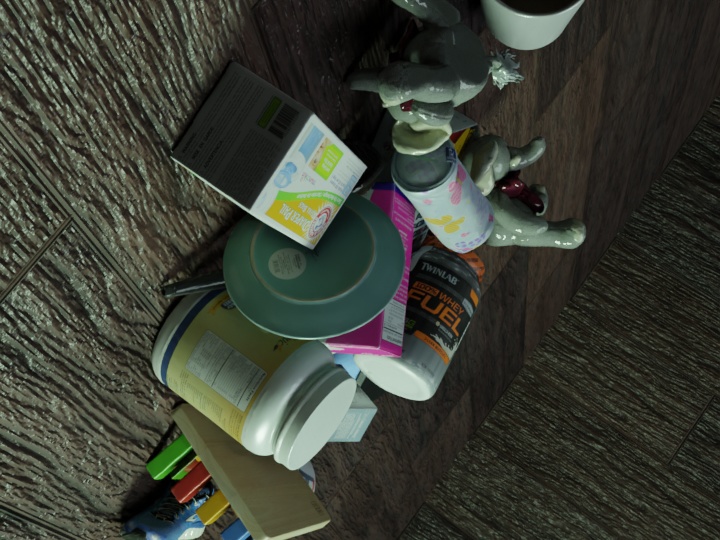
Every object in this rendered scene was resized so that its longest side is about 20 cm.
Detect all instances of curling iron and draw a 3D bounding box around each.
[{"bbox_3d":[-0.127,0.012,1.297,0.199,0.050,0.026,-3,148,-39],"label":"curling iron"}]

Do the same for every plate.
[{"bbox_3d":[-0.051,-0.017,1.269,0.200,0.199,0.026,-47,156,-25],"label":"plate"}]

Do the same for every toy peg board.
[{"bbox_3d":[-0.164,0.278,1.518,0.098,0.200,0.200,-41,163,13],"label":"toy peg board"}]

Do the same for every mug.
[{"bbox_3d":[0.225,-0.366,1.487,0.187,0.149,0.153,-46,169,-9],"label":"mug"}]

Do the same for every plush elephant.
[{"bbox_3d":[0.198,-0.123,1.634,0.165,0.198,0.156,-110,-164,-62],"label":"plush elephant"},{"bbox_3d":[0.062,-0.221,1.326,0.199,0.166,0.154,11,158,-37],"label":"plush elephant"}]

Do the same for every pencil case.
[{"bbox_3d":[0.104,-0.097,1.461,0.200,0.082,0.091,48,37,-59],"label":"pencil case"}]

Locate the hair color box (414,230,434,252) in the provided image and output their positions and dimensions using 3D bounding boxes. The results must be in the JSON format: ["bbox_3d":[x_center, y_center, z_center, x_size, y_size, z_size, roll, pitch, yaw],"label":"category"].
[{"bbox_3d":[0.102,-0.069,1.739,0.200,0.101,0.061,-49,161,-23],"label":"hair color box"}]

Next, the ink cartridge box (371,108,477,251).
[{"bbox_3d":[0.069,-0.124,1.584,0.175,0.084,0.201,-27,146,-57],"label":"ink cartridge box"}]

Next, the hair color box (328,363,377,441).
[{"bbox_3d":[-0.085,0.172,1.556,0.199,0.099,0.061,8,119,-43],"label":"hair color box"}]

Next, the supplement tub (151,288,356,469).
[{"bbox_3d":[-0.118,0.115,1.321,0.145,0.199,0.145,-48,161,-23],"label":"supplement tub"}]

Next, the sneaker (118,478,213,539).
[{"bbox_3d":[-0.249,0.314,1.554,0.090,0.078,0.200,-66,169,9],"label":"sneaker"}]

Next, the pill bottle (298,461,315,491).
[{"bbox_3d":[-0.140,0.294,1.708,0.120,0.119,0.200,-53,162,-9],"label":"pill bottle"}]

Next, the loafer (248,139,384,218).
[{"bbox_3d":[-0.055,-0.080,1.375,0.200,0.073,0.072,-37,160,-23],"label":"loafer"}]

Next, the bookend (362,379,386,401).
[{"bbox_3d":[-0.005,0.114,1.791,0.200,0.092,0.200,-25,144,-56],"label":"bookend"}]

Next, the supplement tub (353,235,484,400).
[{"bbox_3d":[0.084,0.061,1.584,0.201,0.122,0.123,-62,166,-22],"label":"supplement tub"}]

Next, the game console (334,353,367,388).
[{"bbox_3d":[-0.054,0.108,1.626,0.201,0.171,0.119,-62,-172,20],"label":"game console"}]

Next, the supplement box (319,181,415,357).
[{"bbox_3d":[0.000,0.000,1.448,0.103,0.100,0.202,31,64,-69],"label":"supplement box"}]

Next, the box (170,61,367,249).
[{"bbox_3d":[-0.085,-0.108,1.180,0.113,0.101,0.200,-56,162,1],"label":"box"}]
